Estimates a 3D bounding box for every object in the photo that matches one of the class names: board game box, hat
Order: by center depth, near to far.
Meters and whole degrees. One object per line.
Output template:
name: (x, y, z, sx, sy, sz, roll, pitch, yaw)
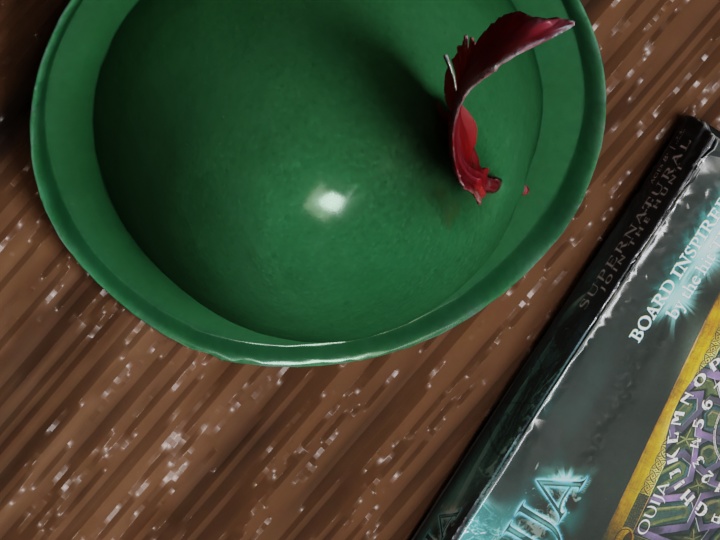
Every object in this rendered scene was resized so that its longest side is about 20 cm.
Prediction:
hat: (0.000, 0.000, 0.687, 0.165, 0.176, 0.200, -28, 128, 8)
board game box: (0.103, 0.069, 0.847, 0.135, 0.028, 0.201, 32, 94, -22)
